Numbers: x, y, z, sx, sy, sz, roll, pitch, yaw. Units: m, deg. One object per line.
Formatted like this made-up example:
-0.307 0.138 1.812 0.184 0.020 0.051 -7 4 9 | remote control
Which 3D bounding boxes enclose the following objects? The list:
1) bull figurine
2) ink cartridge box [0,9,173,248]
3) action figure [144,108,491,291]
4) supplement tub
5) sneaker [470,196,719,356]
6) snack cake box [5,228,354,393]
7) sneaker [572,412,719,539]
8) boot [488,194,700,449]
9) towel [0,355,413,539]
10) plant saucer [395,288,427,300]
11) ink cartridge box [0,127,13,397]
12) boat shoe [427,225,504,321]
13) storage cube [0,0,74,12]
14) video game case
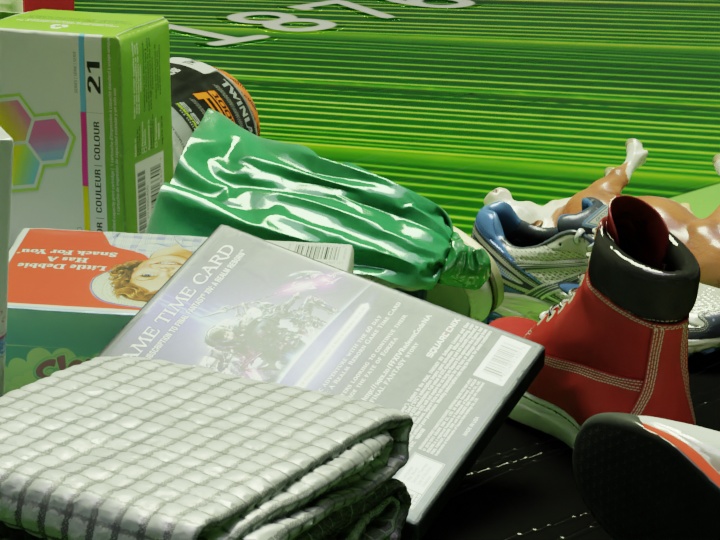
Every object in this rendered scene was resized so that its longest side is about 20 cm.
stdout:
0.185 -0.029 1.452 0.199 0.065 0.122 17 54 22 | bull figurine
-0.225 -0.090 1.385 0.199 0.148 0.076 6 17 20 | ink cartridge box
-0.017 -0.026 1.297 0.199 0.055 0.118 16 50 6 | action figure
-0.147 -0.082 1.524 0.122 0.123 0.200 6 18 15 | supplement tub
0.151 0.002 1.337 0.199 0.085 0.077 10 18 24 | sneaker
-0.107 0.031 1.217 0.199 0.067 0.115 4 25 5 | snack cake box
0.204 0.111 1.007 0.201 0.067 0.108 21 24 40 | sneaker
0.124 0.020 1.170 0.072 0.145 0.200 -7 17 -21 | boot
-0.087 0.108 0.960 0.165 0.086 0.200 11 17 24 | towel
-0.060 0.026 1.300 0.199 0.019 0.070 4 50 4 | plant saucer
-0.225 0.017 1.045 0.084 0.201 0.145 0 16 -21 | ink cartridge box
0.000 0.000 1.369 0.200 0.075 0.068 17 38 41 | boat shoe
-0.380 -0.284 2.070 0.170 0.201 0.180 4 23 6 | storage cube
-0.025 0.053 1.108 0.200 0.019 0.143 20 46 22 | video game case
